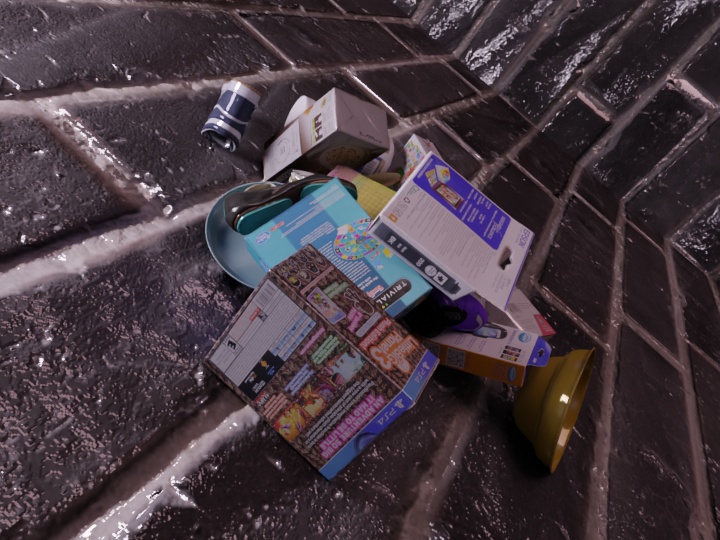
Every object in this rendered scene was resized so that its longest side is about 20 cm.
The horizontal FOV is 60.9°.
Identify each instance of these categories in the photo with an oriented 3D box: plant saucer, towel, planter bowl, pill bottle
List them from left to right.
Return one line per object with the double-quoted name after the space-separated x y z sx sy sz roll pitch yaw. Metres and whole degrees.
-0.118 -0.043 0.867 0.200 0.027 0.201 10 53 -13 "plant saucer"
-0.044 -0.251 1.191 0.200 0.116 0.116 23 34 -27 "pill bottle"
-0.027 -0.073 0.939 0.143 0.023 0.200 31 64 17 "towel"
0.288 0.199 0.940 0.083 0.201 0.200 18 21 26 "planter bowl"

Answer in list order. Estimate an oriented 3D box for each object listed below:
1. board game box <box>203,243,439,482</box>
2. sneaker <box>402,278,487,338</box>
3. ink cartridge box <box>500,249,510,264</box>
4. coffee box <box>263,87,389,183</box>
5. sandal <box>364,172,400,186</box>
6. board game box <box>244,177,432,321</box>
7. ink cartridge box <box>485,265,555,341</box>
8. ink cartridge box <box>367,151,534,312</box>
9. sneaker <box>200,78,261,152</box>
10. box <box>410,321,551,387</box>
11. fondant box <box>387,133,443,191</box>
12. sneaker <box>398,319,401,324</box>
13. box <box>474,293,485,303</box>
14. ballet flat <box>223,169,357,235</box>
-0.045 0.101 0.683 0.200 0.160 0.097 43 30 3 "board game box"
0.108 0.062 0.882 0.200 0.070 0.100 27 36 -27 "sneaker"
0.235 -0.058 1.242 0.200 0.117 0.067 27 33 -19 "ink cartridge box"
-0.062 -0.206 1.019 0.114 0.200 0.080 12 65 -41 "coffee box"
-0.007 -0.121 1.127 0.078 0.070 0.211 17 32 40 "sandal"
-0.030 -0.002 0.797 0.151 0.047 0.200 -36 77 -17 "board game box"
0.241 0.065 1.113 0.146 0.083 0.200 2 46 -54 "ink cartridge box"
0.132 -0.051 0.837 0.200 0.043 0.198 38 43 -1 "ink cartridge box"
-0.229 -0.268 1.073 0.070 0.109 0.200 26 2 -17 "sneaker"
0.186 0.117 0.940 0.199 0.042 0.119 16 24 21 "box"
0.116 -0.149 1.205 0.058 0.144 0.200 13 39 -37 "fondant box"
0.030 0.104 0.878 0.200 0.074 0.088 -67 136 -65 "sneaker"
0.184 0.031 1.004 0.041 0.201 0.039 9 21 22 "box"
-0.100 -0.108 0.865 0.200 0.068 0.068 -16 53 -30 "ballet flat"
